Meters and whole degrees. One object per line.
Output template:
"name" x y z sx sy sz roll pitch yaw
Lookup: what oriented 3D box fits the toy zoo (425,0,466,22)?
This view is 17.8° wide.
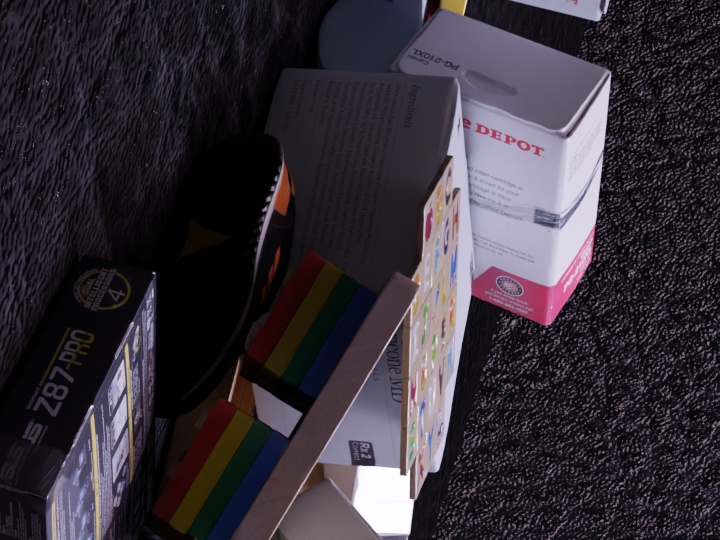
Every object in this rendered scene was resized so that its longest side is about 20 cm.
"toy zoo" 0.062 -0.206 1.789 0.131 0.020 0.201 -94 -166 -59

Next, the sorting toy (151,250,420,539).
"sorting toy" -0.053 0.087 1.350 0.199 0.069 0.200 -59 180 -8

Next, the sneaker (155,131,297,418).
"sneaker" -0.079 0.017 1.400 0.090 0.070 0.201 64 36 -50

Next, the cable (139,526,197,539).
"cable" -0.119 0.193 1.512 0.200 0.050 0.097 2 121 -52

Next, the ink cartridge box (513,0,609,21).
"ink cartridge box" 0.093 -0.272 1.633 0.145 0.199 0.085 92 16 -57

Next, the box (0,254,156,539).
"box" -0.155 0.117 1.229 0.201 0.049 0.162 96 10 -47

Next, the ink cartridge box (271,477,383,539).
"ink cartridge box" -0.078 0.244 1.491 0.199 0.084 0.146 -29 149 -22

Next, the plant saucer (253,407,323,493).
"plant saucer" -0.061 0.142 1.736 0.200 0.035 0.201 -9 90 -84

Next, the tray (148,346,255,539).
"tray" -0.113 0.147 1.589 0.099 0.037 0.201 -12 117 -81

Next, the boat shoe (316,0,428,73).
"boat shoe" 0.015 -0.175 1.729 0.091 0.070 0.201 98 10 -46

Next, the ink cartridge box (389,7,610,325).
"ink cartridge box" 0.099 -0.076 1.694 0.084 0.144 0.201 -53 156 -36

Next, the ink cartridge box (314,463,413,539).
"ink cartridge box" -0.011 0.146 1.864 0.067 0.117 0.201 4 95 -36

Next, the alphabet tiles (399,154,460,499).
"alphabet tiles" 0.046 0.036 1.478 0.167 0.006 0.201 -57 151 -66

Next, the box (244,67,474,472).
"box" 0.000 0.000 1.589 0.199 0.130 0.201 82 15 -49
